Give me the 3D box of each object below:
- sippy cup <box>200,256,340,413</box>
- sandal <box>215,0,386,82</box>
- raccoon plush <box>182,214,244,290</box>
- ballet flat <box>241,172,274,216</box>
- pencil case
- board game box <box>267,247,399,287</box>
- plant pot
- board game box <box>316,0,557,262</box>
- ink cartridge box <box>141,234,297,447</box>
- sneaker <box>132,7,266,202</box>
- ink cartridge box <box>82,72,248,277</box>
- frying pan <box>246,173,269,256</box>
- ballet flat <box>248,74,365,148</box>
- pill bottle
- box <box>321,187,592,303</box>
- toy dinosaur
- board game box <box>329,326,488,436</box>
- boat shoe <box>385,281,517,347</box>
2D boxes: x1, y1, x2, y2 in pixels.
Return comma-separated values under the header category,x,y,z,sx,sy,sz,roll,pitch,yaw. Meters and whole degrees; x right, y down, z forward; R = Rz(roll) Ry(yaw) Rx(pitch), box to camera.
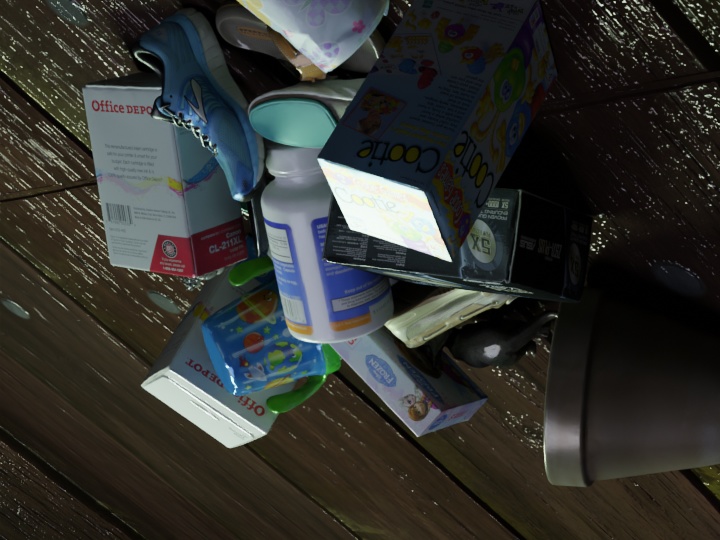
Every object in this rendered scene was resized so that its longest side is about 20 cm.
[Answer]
category,x,y,z,sx,sy,sz,roll,pitch,yaw
sippy cup,-0.108,0.078,1.982,0.179,0.130,0.140,66,167,0
sandal,-0.060,-0.207,1.585,0.199,0.055,0.082,14,153,31
raccoon plush,-0.215,-0.063,1.972,0.199,0.134,0.097,19,156,26
ballet flat,-0.041,-0.070,1.850,0.199,0.068,0.062,19,-166,12
pencil case,-0.071,-0.259,1.455,0.200,0.091,0.083,39,170,-17
board game box,0.000,0.000,1.850,0.199,0.035,0.126,17,-179,-5
plant pot,0.282,0.120,1.701,0.172,0.201,0.200,4,150,16
board game box,0.067,-0.126,1.406,0.104,0.201,0.103,19,155,27
ink cartridge box,-0.148,0.092,2.123,0.147,0.201,0.145,35,157,-10
sneaker,-0.160,-0.151,1.678,0.201,0.090,0.078,62,160,10
ink cartridge box,-0.206,-0.105,1.819,0.145,0.083,0.201,8,111,43
frying pan,-0.116,-0.109,1.789,0.031,0.191,0.115,-9,170,-6
ballet flat,-0.010,-0.154,1.600,0.199,0.070,0.070,0,144,34
pill bottle,-0.036,-0.039,1.707,0.112,0.112,0.201,9,117,42
box,0.093,-0.029,1.614,0.199,0.087,0.163,7,176,31
toy dinosaur,0.143,0.080,1.858,0.199,0.102,0.078,5,105,48
board game box,0.037,0.091,1.903,0.200,0.041,0.199,45,-167,13
boat shoe,0.113,0.020,1.742,0.200,0.073,0.063,-28,125,24
